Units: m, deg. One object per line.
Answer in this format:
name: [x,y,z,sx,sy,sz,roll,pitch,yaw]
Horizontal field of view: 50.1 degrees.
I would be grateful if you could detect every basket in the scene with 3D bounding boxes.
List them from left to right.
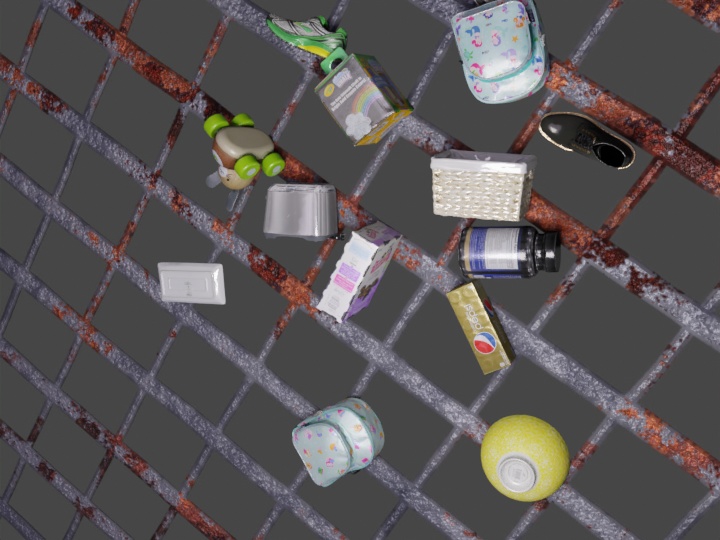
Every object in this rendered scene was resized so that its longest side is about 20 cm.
basket: [0.255,-0.178,1.604,0.200,0.136,0.124,8,108,21]

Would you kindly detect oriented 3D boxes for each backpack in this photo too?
backpack: [-0.050,0.408,1.849,0.200,0.153,0.176,-31,83,18]
backpack: [0.283,-0.435,1.534,0.177,0.151,0.200,-12,101,23]

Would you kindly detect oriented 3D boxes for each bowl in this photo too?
bowl: [0.354,0.432,1.706,0.200,0.108,0.200,5,104,22]

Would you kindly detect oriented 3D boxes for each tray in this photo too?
tray: [-0.444,0.034,2.002,0.200,0.022,0.108,1,103,22]

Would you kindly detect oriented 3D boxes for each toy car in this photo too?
toy car: [-0.305,-0.243,1.824,0.164,0.158,0.200,52,127,18]

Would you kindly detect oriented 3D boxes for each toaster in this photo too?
toaster: [-0.131,-0.137,1.784,0.200,0.114,0.129,5,101,23]

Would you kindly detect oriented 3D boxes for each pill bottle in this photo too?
pill bottle: [0.314,-0.038,1.619,0.200,0.112,0.112,0,101,22]

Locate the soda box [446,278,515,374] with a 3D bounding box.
soda box: [0.266,0.121,1.699,0.068,0.064,0.200,-25,90,25]

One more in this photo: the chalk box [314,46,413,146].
chalk box: [-0.004,-0.387,1.673,0.124,0.124,0.200,-37,85,26]

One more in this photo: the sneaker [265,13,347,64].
sneaker: [-0.118,-0.533,1.723,0.200,0.078,0.085,23,103,7]

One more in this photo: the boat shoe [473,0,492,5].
boat shoe: [0.204,-0.620,1.566,0.061,0.072,0.201,-27,83,29]

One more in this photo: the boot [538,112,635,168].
boot: [0.438,-0.258,1.506,0.200,0.138,0.078,24,110,18]

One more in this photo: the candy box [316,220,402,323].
candy box: [0.000,0.000,1.727,0.072,0.168,0.200,31,111,13]
